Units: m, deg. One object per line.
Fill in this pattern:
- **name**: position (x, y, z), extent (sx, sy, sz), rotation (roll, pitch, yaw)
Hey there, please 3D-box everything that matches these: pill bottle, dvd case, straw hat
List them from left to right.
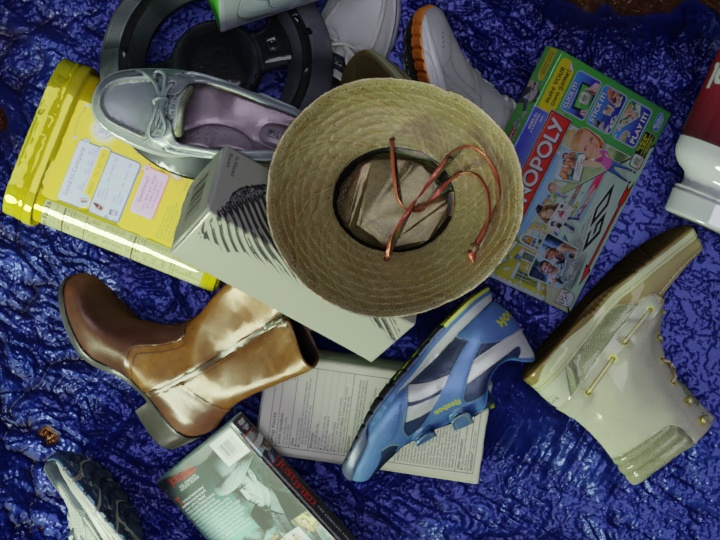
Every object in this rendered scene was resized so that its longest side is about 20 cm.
- **dvd case**: position (-0.078, 0.231, 1.414), extent (0.200, 0.022, 0.146), rotation (47, 135, -2)
- **straw hat**: position (0.027, -0.054, 1.272), extent (0.201, 0.085, 0.202), rotation (0, 88, 0)
- **pill bottle**: position (0.342, -0.128, 1.371), extent (0.113, 0.113, 0.200), rotation (23, 94, 0)

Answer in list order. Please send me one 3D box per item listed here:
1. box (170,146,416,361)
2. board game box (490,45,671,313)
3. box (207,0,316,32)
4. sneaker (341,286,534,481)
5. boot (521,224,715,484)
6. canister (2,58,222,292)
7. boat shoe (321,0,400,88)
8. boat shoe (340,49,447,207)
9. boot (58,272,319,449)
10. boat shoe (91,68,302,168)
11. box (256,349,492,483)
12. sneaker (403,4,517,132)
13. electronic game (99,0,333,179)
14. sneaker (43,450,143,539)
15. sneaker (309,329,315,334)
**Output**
- **box**: position (-0.049, -0.012, 1.298), extent (0.200, 0.082, 0.068), rotation (28, 135, -20)
- **board game box**: position (0.173, -0.077, 1.393), extent (0.134, 0.029, 0.200), rotation (23, 95, -31)
- **box**: position (-0.070, -0.326, 1.335), extent (0.176, 0.097, 0.200), rotation (-19, 71, -10)
- **sneaker**: position (0.064, 0.110, 1.341), extent (0.082, 0.074, 0.200), rotation (42, 93, -2)
- **boot**: position (0.262, 0.074, 1.411), extent (0.155, 0.072, 0.200), rotation (45, 89, -5)
- **canister**: position (-0.194, -0.081, 1.407), extent (0.200, 0.087, 0.149), rotation (22, 93, -1)
- **boat shoe**: position (-0.024, -0.178, 1.403), extent (0.072, 0.066, 0.200), rotation (30, 94, 0)
- **boat shoe**: position (0.056, -0.103, 1.345), extent (0.201, 0.063, 0.073), rotation (53, 126, 20)
- **boot**: position (-0.153, 0.046, 1.370), extent (0.200, 0.068, 0.188), rotation (-35, 86, 39)
- **boat shoe**: position (-0.121, -0.124, 1.299), extent (0.202, 0.065, 0.075), rotation (16, 82, 1)
- **box**: position (0.012, 0.125, 1.418), extent (0.200, 0.078, 0.095), rotation (9, 94, 1)
- **sneaker**: position (0.102, -0.143, 1.403), extent (0.092, 0.076, 0.200), rotation (-21, 106, -8)
- **electronic game**: position (-0.123, -0.174, 1.361), extent (0.200, 0.042, 0.200), rotation (0, 82, -1)
- **sneaker**: position (-0.236, 0.258, 1.440), extent (0.085, 0.077, 0.200), rotation (-33, 92, 8)
- **sneaker**: position (0.000, 0.000, 1.414), extent (0.200, 0.074, 0.088), rotation (-16, 89, 4)
